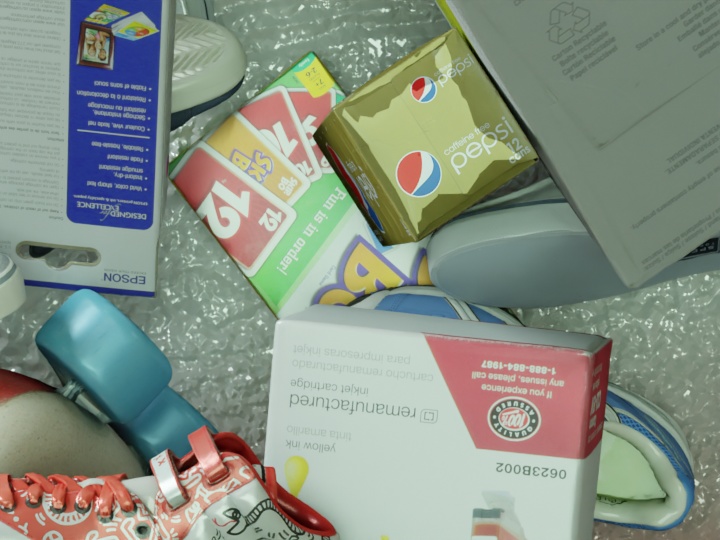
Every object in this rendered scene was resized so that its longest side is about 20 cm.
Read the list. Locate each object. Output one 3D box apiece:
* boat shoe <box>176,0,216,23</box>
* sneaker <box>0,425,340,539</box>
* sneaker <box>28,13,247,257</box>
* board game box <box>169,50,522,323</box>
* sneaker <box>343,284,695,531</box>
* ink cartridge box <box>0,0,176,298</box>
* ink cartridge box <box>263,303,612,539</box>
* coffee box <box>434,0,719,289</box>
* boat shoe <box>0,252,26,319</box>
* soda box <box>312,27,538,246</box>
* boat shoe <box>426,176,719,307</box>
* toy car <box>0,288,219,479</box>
[{"bbox_3d":[-0.142,-0.174,1.195,0.073,0.067,0.200,-37,91,2],"label":"boat shoe"},{"bbox_3d":[-0.107,0.102,1.044,0.201,0.067,0.108,29,98,-14],"label":"sneaker"},{"bbox_3d":[-0.139,-0.057,1.190,0.199,0.075,0.085,-17,127,13],"label":"sneaker"},{"bbox_3d":[0.000,0.000,1.222,0.095,0.030,0.200,-38,94,1],"label":"board game box"},{"bbox_3d":[0.075,0.065,1.177,0.199,0.077,0.076,22,100,-9],"label":"sneaker"},{"bbox_3d":[-0.131,-0.084,1.106,0.094,0.037,0.201,6,119,0],"label":"ink cartridge box"},{"bbox_3d":[0.030,0.124,1.113,0.144,0.083,0.201,6,95,10],"label":"ink cartridge box"},{"bbox_3d":[0.123,-0.161,1.085,0.199,0.198,0.200,-34,131,4],"label":"coffee box"},{"bbox_3d":[-0.234,-0.018,1.126,0.200,0.070,0.072,13,124,39],"label":"boat shoe"},{"bbox_3d":[0.025,-0.056,1.109,0.064,0.200,0.068,-33,92,-4],"label":"soda box"},{"bbox_3d":[0.125,-0.032,1.185,0.199,0.074,0.066,-7,58,-11],"label":"boat shoe"},{"bbox_3d":[-0.204,0.076,1.183,0.200,0.177,0.184,37,78,27],"label":"toy car"}]
